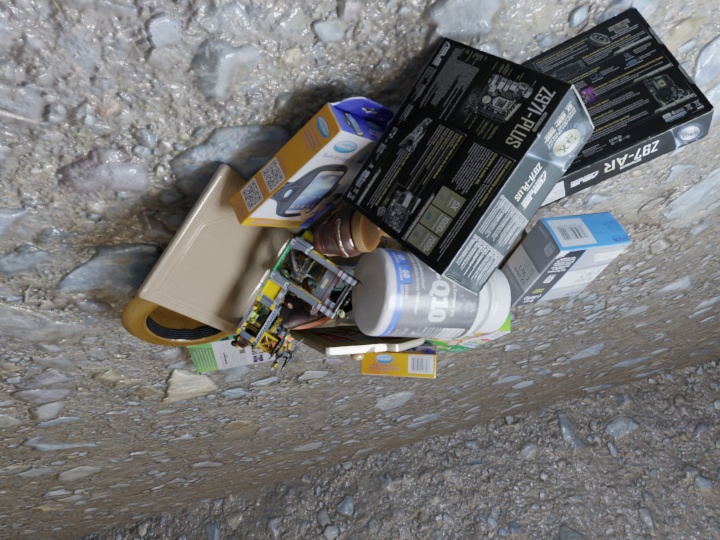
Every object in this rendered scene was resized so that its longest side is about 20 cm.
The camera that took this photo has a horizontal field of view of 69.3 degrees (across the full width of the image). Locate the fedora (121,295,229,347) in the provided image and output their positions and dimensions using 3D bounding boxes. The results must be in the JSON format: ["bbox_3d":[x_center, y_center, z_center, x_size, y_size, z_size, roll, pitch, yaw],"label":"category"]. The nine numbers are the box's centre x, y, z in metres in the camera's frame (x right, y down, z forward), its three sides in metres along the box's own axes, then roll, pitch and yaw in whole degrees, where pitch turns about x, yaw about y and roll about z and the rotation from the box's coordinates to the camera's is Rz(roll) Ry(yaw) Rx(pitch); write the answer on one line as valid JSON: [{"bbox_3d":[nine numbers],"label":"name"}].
[{"bbox_3d":[-0.262,0.046,0.791,0.198,0.083,0.201,-12,152,-6],"label":"fedora"}]

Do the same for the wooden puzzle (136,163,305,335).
[{"bbox_3d":[-0.174,-0.020,0.685,0.186,0.037,0.200,-57,149,-4],"label":"wooden puzzle"}]

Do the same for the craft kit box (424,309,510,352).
[{"bbox_3d":[0.130,0.099,0.924,0.195,0.049,0.200,11,159,-10],"label":"craft kit box"}]

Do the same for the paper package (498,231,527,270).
[{"bbox_3d":[0.182,-0.027,0.859,0.189,0.105,0.200,-27,149,18],"label":"paper package"}]

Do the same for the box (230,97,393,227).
[{"bbox_3d":[-0.045,-0.118,0.607,0.199,0.042,0.118,-33,163,32],"label":"box"}]

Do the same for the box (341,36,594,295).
[{"bbox_3d":[0.103,-0.108,0.534,0.086,0.164,0.201,23,103,-51],"label":"box"}]

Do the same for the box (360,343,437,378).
[{"bbox_3d":[0.072,0.148,0.895,0.117,0.042,0.200,1,179,8],"label":"box"}]

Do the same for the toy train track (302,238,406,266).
[{"bbox_3d":[0.005,-0.025,0.785,0.197,0.116,0.033,2,150,13],"label":"toy train track"}]

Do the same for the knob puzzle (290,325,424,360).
[{"bbox_3d":[0.010,0.110,0.787,0.216,0.031,0.220,0,-179,0],"label":"knob puzzle"}]

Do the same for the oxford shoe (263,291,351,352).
[{"bbox_3d":[-0.097,0.068,0.929,0.198,0.073,0.071,-28,180,-20],"label":"oxford shoe"}]

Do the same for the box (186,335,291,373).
[{"bbox_3d":[-0.236,0.148,1.038,0.197,0.037,0.145,-9,151,-14],"label":"box"}]

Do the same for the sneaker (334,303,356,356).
[{"bbox_3d":[-0.010,0.088,0.956,0.074,0.085,0.200,19,152,-9],"label":"sneaker"}]

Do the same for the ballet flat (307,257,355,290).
[{"bbox_3d":[0.000,0.000,0.878,0.198,0.067,0.064,10,116,-40],"label":"ballet flat"}]

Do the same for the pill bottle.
[{"bbox_3d":[0.097,0.034,0.710,0.197,0.115,0.114,4,147,-25],"label":"pill bottle"}]

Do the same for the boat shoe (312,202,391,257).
[{"bbox_3d":[0.000,-0.064,0.681,0.069,0.071,0.200,-11,-171,22],"label":"boat shoe"}]

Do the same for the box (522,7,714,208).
[{"bbox_3d":[0.236,-0.172,0.567,0.198,0.162,0.044,-24,150,15],"label":"box"}]

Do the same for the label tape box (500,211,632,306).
[{"bbox_3d":[0.290,0.003,0.800,0.141,0.067,0.201,-8,144,-25],"label":"label tape box"}]

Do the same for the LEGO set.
[{"bbox_3d":[-0.075,0.046,0.717,0.201,0.115,0.154,-57,-178,-3],"label":"LEGO set"}]
